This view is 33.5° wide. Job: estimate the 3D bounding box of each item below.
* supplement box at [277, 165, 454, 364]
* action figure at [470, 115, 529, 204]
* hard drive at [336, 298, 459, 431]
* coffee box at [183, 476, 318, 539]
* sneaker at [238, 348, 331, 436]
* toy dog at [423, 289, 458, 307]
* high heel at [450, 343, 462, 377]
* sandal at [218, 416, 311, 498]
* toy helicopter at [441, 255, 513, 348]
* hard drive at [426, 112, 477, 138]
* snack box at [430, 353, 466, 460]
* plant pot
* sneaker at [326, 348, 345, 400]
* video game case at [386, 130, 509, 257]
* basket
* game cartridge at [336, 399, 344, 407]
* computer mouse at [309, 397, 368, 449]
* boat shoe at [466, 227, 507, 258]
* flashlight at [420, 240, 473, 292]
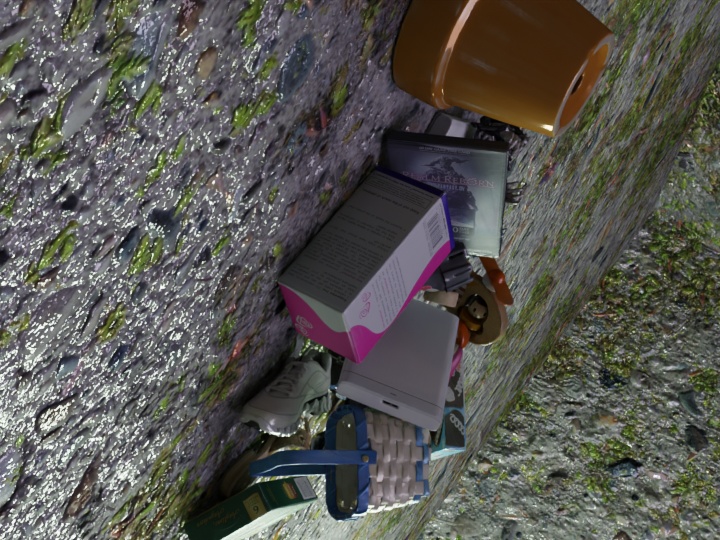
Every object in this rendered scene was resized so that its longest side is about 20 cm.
[{"bbox_3d":[0.010,-0.008,1.385,0.200,0.103,0.102,-50,148,-27],"label":"supplement box"},{"bbox_3d":[0.167,-0.135,1.544,0.200,0.102,0.119,-47,139,-25],"label":"action figure"},{"bbox_3d":[0.051,0.103,1.501,0.201,0.131,0.027,-74,-174,-54],"label":"hard drive"},{"bbox_3d":[-0.142,0.321,1.597,0.122,0.044,0.200,-30,167,12],"label":"coffee box"},{"bbox_3d":[-0.090,0.150,1.495,0.200,0.075,0.082,-25,132,-68],"label":"sneaker"},{"bbox_3d":[0.074,-0.008,1.644,0.200,0.096,0.133,51,54,-61],"label":"toy dog"},{"bbox_3d":[0.105,0.195,1.738,0.200,0.096,0.067,-50,-168,19],"label":"high heel"},{"bbox_3d":[-0.103,0.253,1.624,0.212,0.069,0.078,-40,156,-47],"label":"sandal"},{"bbox_3d":[0.155,0.010,1.726,0.079,0.201,0.132,-17,170,-41],"label":"toy helicopter"},{"bbox_3d":[0.111,-0.141,1.602,0.132,0.026,0.200,-62,163,12],"label":"hard drive"},{"bbox_3d":[0.117,0.178,1.803,0.116,0.037,0.202,143,-50,-63],"label":"snack box"},{"bbox_3d":[0.164,-0.242,1.292,0.200,0.183,0.201,-50,162,-23],"label":"plant pot"},{"bbox_3d":[-0.008,0.150,1.698,0.090,0.078,0.200,-63,163,10],"label":"sneaker"},{"bbox_3d":[0.104,-0.089,1.449,0.201,0.142,0.019,86,14,-54],"label":"video game case"},{"bbox_3d":[-0.025,0.236,1.467,0.176,0.199,0.140,149,-62,-67],"label":"basket"},{"bbox_3d":[0.033,0.163,1.798,0.201,0.032,0.176,-57,-168,-8],"label":"game cartridge"},{"bbox_3d":[0.009,0.160,1.592,0.200,0.053,0.138,-54,159,22],"label":"computer mouse"},{"bbox_3d":[0.167,-0.079,1.613,0.069,0.084,0.201,87,23,-44],"label":"boat shoe"},{"bbox_3d":[0.040,0.028,1.470,0.199,0.068,0.068,-21,-170,-5],"label":"flashlight"}]
